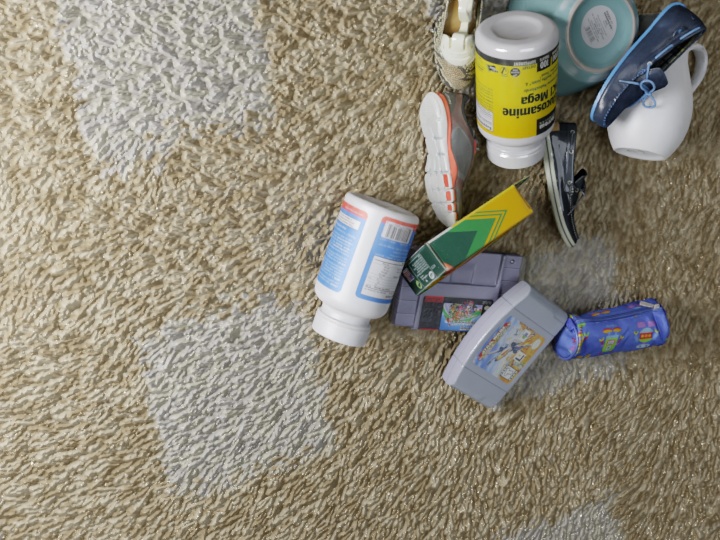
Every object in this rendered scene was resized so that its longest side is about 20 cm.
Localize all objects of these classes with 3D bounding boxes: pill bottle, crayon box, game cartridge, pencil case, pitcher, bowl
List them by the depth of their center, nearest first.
[{"bbox_3d":[0.218,-0.248,1.270,0.112,0.113,0.201,-20,133,-13],"label":"pill bottle"},{"bbox_3d":[0.000,0.000,1.286,0.112,0.112,0.201,16,100,-24],"label":"pill bottle"},{"bbox_3d":[0.160,-0.049,1.297,0.200,0.127,0.051,-34,84,-23],"label":"crayon box"},{"bbox_3d":[0.316,-0.345,1.302,0.200,0.105,0.202,-6,109,-18],"label":"bowl"},{"bbox_3d":[0.462,-0.267,1.382,0.171,0.121,0.201,13,90,-36],"label":"pitcher"},{"bbox_3d":[0.148,0.030,1.395,0.199,0.038,0.130,4,101,-21],"label":"game cartridge"},{"bbox_3d":[0.224,0.116,1.421,0.133,0.042,0.200,31,101,-43],"label":"game cartridge"},{"bbox_3d":[0.411,0.094,1.485,0.199,0.078,0.087,-7,133,-19],"label":"pencil case"}]

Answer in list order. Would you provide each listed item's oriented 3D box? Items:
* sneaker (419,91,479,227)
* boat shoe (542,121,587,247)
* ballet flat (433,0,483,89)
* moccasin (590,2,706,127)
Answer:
[{"bbox_3d":[0.142,-0.161,1.312,0.082,0.077,0.201,-15,112,-22],"label":"sneaker"},{"bbox_3d":[0.315,-0.131,1.381,0.062,0.075,0.201,-10,107,10],"label":"boat shoe"},{"bbox_3d":[0.139,-0.349,1.249,0.067,0.075,0.201,7,105,2],"label":"ballet flat"},{"bbox_3d":[0.404,-0.282,1.275,0.200,0.068,0.080,-54,159,11],"label":"moccasin"}]
